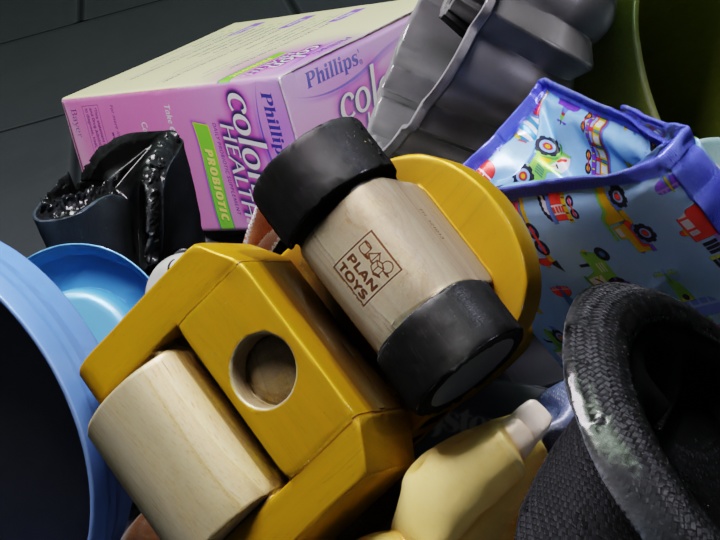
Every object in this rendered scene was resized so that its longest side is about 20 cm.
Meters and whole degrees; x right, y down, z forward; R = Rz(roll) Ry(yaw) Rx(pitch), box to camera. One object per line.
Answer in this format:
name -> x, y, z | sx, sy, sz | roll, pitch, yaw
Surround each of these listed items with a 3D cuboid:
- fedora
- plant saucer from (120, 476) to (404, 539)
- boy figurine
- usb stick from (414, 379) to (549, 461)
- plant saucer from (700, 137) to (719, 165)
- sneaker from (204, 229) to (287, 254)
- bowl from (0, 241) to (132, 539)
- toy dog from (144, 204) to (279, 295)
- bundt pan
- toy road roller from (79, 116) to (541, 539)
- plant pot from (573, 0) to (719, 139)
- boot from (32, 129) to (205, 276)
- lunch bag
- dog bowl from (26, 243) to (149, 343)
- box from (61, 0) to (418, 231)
fedora -> 0.120, 0.098, 0.768 | 0.092, 0.201, 0.201 | -42, 8, 23
plant saucer -> -0.038, 0.126, 0.942 | 0.198, 0.037, 0.201 | -13, 18, 4
boy figurine -> 0.056, 0.100, 0.839 | 0.064, 0.125, 0.200 | 41, 60, 21
usb stick -> 0.028, 0.070, 0.929 | 0.198, 0.033, 0.056 | 10, 59, -2
plant saucer -> 0.250, -0.006, 1.007 | 0.199, 0.039, 0.201 | 19, 19, -7
sneaker -> -0.121, 0.038, 1.236 | 0.199, 0.076, 0.079 | -22, 41, -22
bowl -> -0.189, 0.072, 0.950 | 0.199, 0.203, 0.039 | 0, 19, 37
toy dog -> 0.000, 0.000, 1.007 | 0.199, 0.097, 0.132 | -21, 60, -46
bundt pan -> 0.082, -0.135, 1.083 | 0.075, 0.203, 0.202 | 26, 15, -11
toy road roller -> -0.008, 0.038, 0.873 | 0.200, 0.123, 0.146 | -44, -18, 17
plant pot -> 0.146, -0.078, 1.210 | 0.199, 0.188, 0.187 | -21, 10, 41
boot -> -0.086, -0.003, 1.139 | 0.076, 0.170, 0.199 | 4, 26, 44
lunch bag -> 0.142, -0.003, 0.925 | 0.094, 0.151, 0.200 | -45, 20, -12
dog bowl -> -0.174, 0.071, 1.037 | 0.199, 0.112, 0.050 | -38, -10, 8
box -> -0.056, -0.099, 1.293 | 0.199, 0.098, 0.175 | -2, 20, 41
